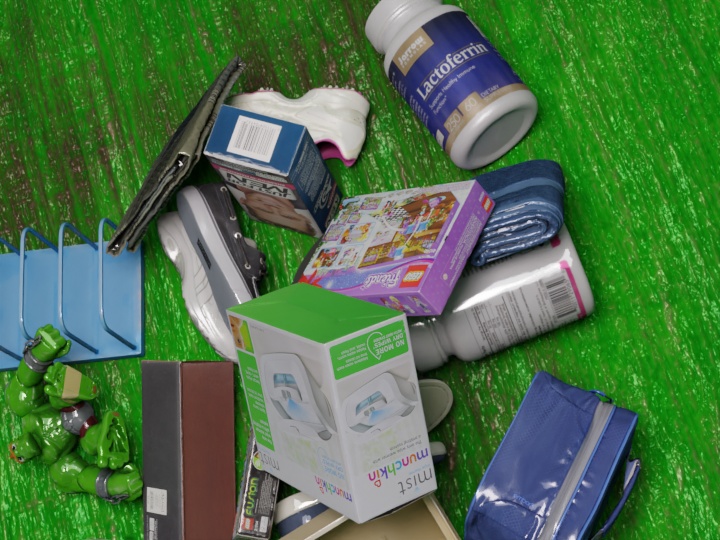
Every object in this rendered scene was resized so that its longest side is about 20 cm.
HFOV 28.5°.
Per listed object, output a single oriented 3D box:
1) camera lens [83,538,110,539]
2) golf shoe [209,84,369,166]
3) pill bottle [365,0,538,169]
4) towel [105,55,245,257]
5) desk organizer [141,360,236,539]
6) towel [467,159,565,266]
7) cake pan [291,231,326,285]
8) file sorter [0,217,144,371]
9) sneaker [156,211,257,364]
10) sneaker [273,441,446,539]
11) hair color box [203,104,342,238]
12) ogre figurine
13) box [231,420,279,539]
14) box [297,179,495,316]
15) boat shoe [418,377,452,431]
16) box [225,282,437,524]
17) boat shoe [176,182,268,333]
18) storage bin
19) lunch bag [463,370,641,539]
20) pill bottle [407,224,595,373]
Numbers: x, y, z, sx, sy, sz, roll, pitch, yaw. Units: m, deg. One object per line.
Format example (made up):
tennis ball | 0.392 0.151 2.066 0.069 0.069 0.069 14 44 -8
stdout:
camera lens | -0.244 0.360 1.430 0.158 0.200 0.162 -3 73 11
golf shoe | -0.088 -0.159 1.623 0.198 0.075 0.093 -2 76 13
pill bottle | 0.097 -0.221 1.578 0.115 0.116 0.201 -36 69 -1
towel | -0.198 -0.120 1.551 0.034 0.193 0.201 34 41 -13
desk organizer | -0.185 0.197 1.532 0.071 0.076 0.203 -3 87 45
towel | 0.158 -0.067 1.473 0.111 0.200 0.049 -19 104 14
cake pan | 0.000 0.000 1.512 0.199 0.037 0.201 -31 33 23
file sorter | -0.358 0.025 1.599 0.198 0.123 0.140 -7 72 11
sneaker | -0.155 0.006 1.587 0.099 0.078 0.202 -24 72 -1
sneaker | 0.009 0.248 1.483 0.198 0.075 0.085 -27 76 10
hair color box | -0.091 -0.103 1.537 0.099 0.200 0.061 16 76 16
ogre figurine | -0.320 0.170 1.544 0.119 0.200 0.098 -29 22 40
box | -0.101 0.185 1.499 0.034 0.110 0.202 10 74 -6
box | 0.029 -0.018 1.421 0.199 0.039 0.138 -4 49 49
boat shoe | 0.003 0.161 1.511 0.198 0.075 0.066 -33 26 7
box | -0.028 0.119 1.349 0.096 0.199 0.178 -19 108 -28
boat shoe | -0.133 -0.008 1.536 0.066 0.070 0.201 -19 70 -24
storage bin | 0.018 0.325 1.410 0.199 0.094 0.200 -31 94 1
lunch bag | 0.201 0.207 1.409 0.131 0.136 0.201 25 69 14
pill bottle | 0.137 0.028 1.495 0.198 0.113 0.114 -21 70 5
